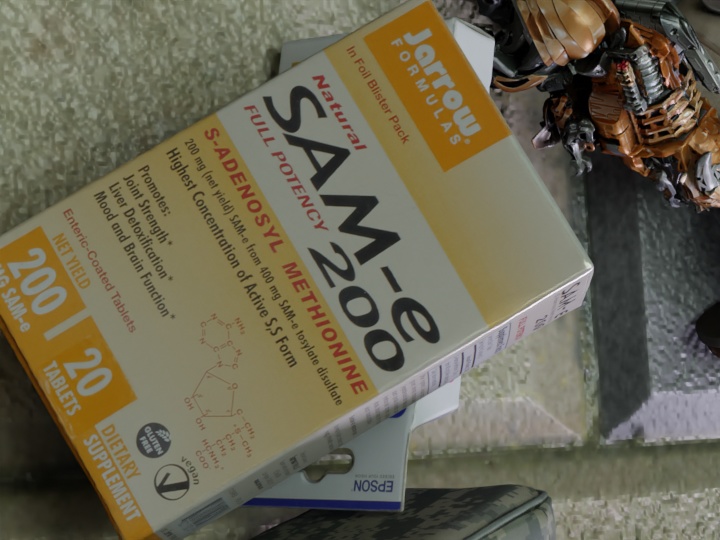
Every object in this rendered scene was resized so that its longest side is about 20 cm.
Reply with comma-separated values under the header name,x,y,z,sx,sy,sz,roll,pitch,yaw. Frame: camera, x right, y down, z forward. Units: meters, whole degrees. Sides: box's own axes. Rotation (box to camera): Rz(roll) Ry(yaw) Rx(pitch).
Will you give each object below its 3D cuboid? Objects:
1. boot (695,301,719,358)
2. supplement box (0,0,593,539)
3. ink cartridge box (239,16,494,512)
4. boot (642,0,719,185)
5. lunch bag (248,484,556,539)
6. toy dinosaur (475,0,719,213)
name,x,y,z,sx,sy,sz,roll,pitch,yaw
boot,0.260,0.097,1.162,0.185,0.064,0.201,-8,113,-3
supplement box,-0.029,0.003,0.889,0.199,0.074,0.126,-31,80,-4
ink cartridge box,0.000,0.000,0.966,0.037,0.094,0.201,22,71,-47
boot,0.225,-0.064,1.109,0.199,0.070,0.146,32,51,3
lunch bag,-0.005,0.189,0.896,0.200,0.139,0.169,-24,102,-50
toy dinosaur,0.089,-0.110,1.020,0.102,0.135,0.201,-25,99,-33
